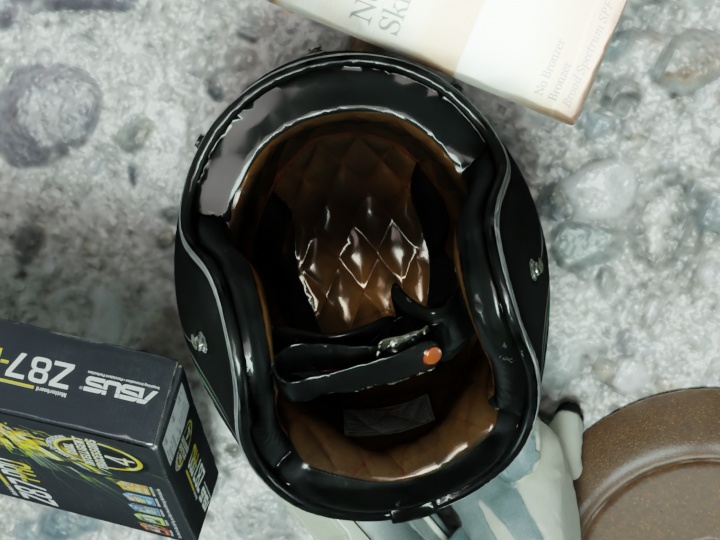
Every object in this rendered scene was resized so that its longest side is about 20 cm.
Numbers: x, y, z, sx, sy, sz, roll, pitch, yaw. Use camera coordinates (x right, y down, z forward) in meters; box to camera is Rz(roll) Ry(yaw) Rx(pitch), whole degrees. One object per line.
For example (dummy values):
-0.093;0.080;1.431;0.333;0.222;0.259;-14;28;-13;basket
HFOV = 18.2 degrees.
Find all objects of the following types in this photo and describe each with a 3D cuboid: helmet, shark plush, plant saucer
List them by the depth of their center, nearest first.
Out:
0.000;0.000;1.078;0.198;0.192;0.201;-6;136;-6;helmet
0.075;0.146;1.162;0.083;0.091;0.202;-9;92;22;shark plush
0.186;0.162;1.194;0.198;0.035;0.202;2;110;6;plant saucer

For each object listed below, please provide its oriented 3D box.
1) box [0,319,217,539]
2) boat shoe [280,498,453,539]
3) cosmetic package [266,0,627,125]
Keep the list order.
-0.160;0.076;1.121;0.160;0.200;0.050;15;72;6;box
-0.011;0.100;1.194;0.062;0.073;0.201;-36;97;-26;boat shoe
0.031;-0.160;1.069;0.198;0.087;0.104;21;112;0;cosmetic package
